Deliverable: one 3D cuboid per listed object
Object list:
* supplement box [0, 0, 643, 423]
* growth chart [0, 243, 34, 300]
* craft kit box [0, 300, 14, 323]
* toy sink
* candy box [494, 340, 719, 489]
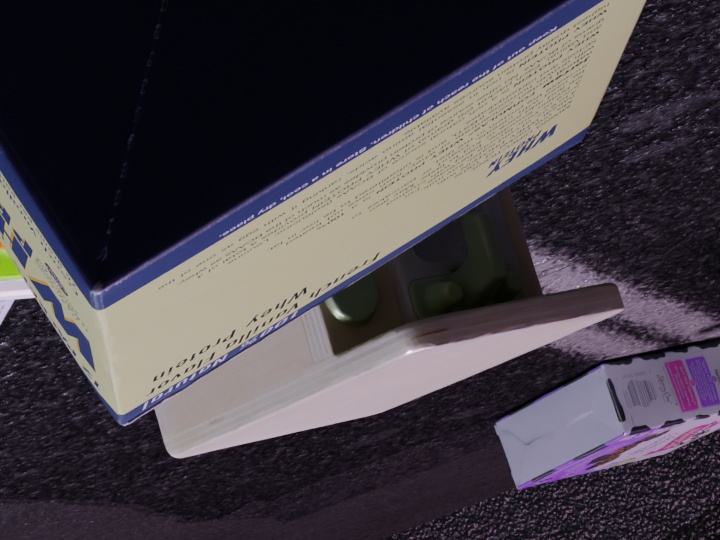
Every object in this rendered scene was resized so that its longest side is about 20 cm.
[{"bbox_3d":[-0.032,-0.074,0.853,0.200,0.134,0.200,-32,170,-9],"label":"supplement box"},{"bbox_3d":[-0.152,-0.033,1.153,0.144,0.018,0.200,-9,153,-13],"label":"growth chart"},{"bbox_3d":[-0.287,0.046,1.358,0.197,0.049,0.200,-12,166,-20],"label":"craft kit box"},{"bbox_3d":[0.000,0.000,1.222,0.130,0.112,0.200,-11,170,-38],"label":"toy sink"},{"bbox_3d":[0.257,0.132,2.515,0.200,0.072,0.168,-9,164,-38],"label":"candy box"}]
